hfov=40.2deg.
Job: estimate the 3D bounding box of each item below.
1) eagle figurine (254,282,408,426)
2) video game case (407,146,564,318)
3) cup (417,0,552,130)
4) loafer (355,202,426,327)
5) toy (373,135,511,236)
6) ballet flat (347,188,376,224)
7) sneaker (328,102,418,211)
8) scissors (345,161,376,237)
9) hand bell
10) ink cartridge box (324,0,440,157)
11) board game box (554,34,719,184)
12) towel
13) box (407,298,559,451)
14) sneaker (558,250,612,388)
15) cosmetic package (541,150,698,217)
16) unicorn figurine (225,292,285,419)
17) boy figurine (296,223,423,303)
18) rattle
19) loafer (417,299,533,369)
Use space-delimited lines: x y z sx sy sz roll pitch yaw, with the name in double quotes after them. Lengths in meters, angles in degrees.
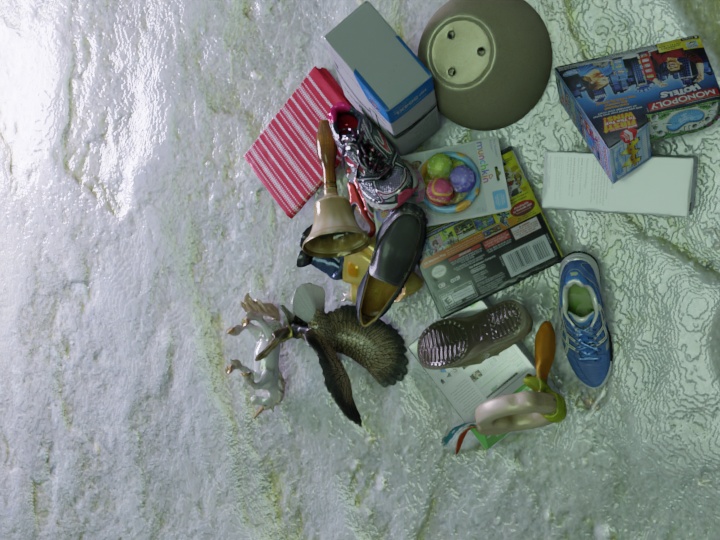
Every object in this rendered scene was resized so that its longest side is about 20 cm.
-0.037 0.125 1.529 0.198 0.150 0.154 29 93 27 "eagle figurine"
0.170 -0.055 1.437 0.197 0.025 0.183 -25 83 5 "video game case"
0.160 -0.301 1.385 0.197 0.143 0.204 2 97 21 "cup"
0.044 -0.003 1.408 0.072 0.073 0.202 18 125 -1 "loafer"
0.108 -0.127 1.413 0.196 0.047 0.117 -12 73 11 "toy"
0.053 -0.075 1.497 0.199 0.063 0.069 37 110 14 "ballet flat"
0.010 -0.161 1.401 0.080 0.075 0.200 -38 52 -1 "sneaker"
-0.017 -0.139 1.512 0.073 0.014 0.201 -48 58 28 "scissors"
-0.047 -0.132 1.475 0.103 0.104 0.204 -15 70 23 "hand bell"
0.035 -0.263 1.396 0.084 0.200 0.147 -39 75 -3 "ink cartridge box"
0.364 -0.208 1.289 0.196 0.202 0.062 -10 134 14 "board game box"
-0.085 -0.202 1.547 0.200 0.022 0.145 -47 67 20 "towel"
0.185 0.149 1.487 0.144 0.036 0.201 -41 80 21 "box"
0.312 0.079 1.395 0.074 0.077 0.203 -9 108 21 "sneaker"
0.355 -0.120 1.345 0.196 0.113 0.083 4 98 20 "cosmetic package"
-0.161 0.148 1.589 0.073 0.137 0.204 15 88 35 "unicorn figurine"
0.000 0.000 1.524 0.197 0.064 0.126 24 117 17 "boy figurine"
0.196 0.175 1.432 0.199 0.129 0.145 -28 74 48 "rattle"
0.169 0.101 1.433 0.198 0.068 0.077 -21 63 37 "loafer"
